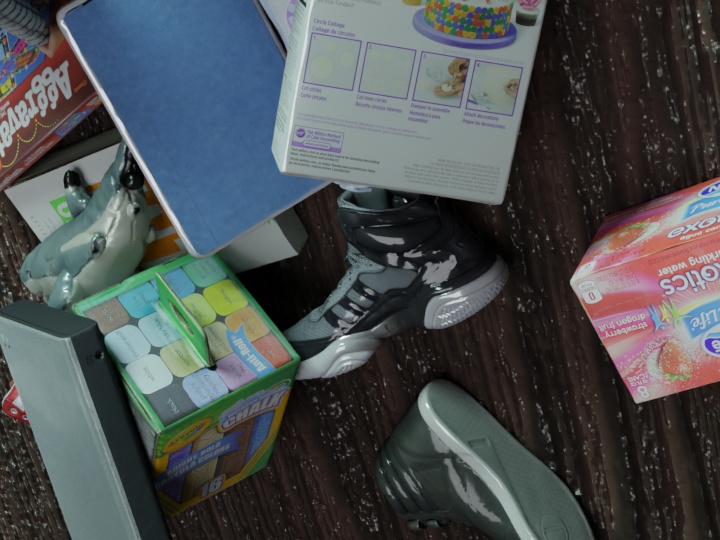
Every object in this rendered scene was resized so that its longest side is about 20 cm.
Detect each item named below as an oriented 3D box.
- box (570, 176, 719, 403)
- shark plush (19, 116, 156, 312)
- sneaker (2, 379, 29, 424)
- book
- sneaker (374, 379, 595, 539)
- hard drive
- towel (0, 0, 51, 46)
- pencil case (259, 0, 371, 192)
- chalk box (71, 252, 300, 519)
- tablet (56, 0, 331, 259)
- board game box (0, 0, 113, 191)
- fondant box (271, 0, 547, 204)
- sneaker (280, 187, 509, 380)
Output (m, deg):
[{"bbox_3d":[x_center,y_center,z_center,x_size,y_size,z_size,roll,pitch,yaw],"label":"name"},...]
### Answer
[{"bbox_3d":[0.250,-0.002,0.966,0.200,0.095,0.103,-21,108,33],"label":"box"},{"bbox_3d":[-0.202,-0.037,1.120,0.083,0.091,0.200,48,141,21],"label":"shark plush"},{"bbox_3d":[-0.241,0.147,1.294,0.112,0.071,0.201,11,114,14],"label":"sneaker"},{"bbox_3d":[-0.154,-0.047,1.162,0.200,0.048,0.134,-17,116,31],"label":"book"},{"bbox_3d":[0.093,0.182,1.166,0.200,0.071,0.099,47,128,1],"label":"sneaker"},{"bbox_3d":[-0.198,0.125,1.103,0.139,0.033,0.201,10,121,55],"label":"hard drive"},{"bbox_3d":[-0.284,-0.238,0.983,0.200,0.166,0.086,33,93,8],"label":"towel"},{"bbox_3d":[-0.014,-0.153,1.002,0.083,0.091,0.200,2,124,52],"label":"pencil case"},{"bbox_3d":[-0.132,0.074,1.120,0.125,0.124,0.200,51,148,22],"label":"chalk box"},{"bbox_3d":[-0.108,-0.122,1.064,0.130,0.014,0.200,-32,107,-10],"label":"tablet"},{"bbox_3d":[-0.254,-0.133,1.126,0.200,0.019,0.103,-31,76,43],"label":"board game box"},{"bbox_3d":[0.034,-0.151,0.937,0.144,0.058,0.201,8,107,-11],"label":"fondant box"},{"bbox_3d":[0.000,0.000,1.099,0.200,0.076,0.114,-24,105,28],"label":"sneaker"}]
